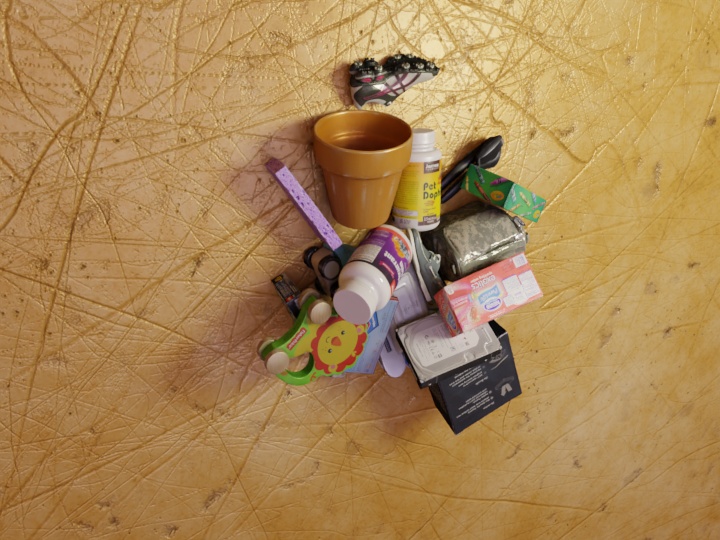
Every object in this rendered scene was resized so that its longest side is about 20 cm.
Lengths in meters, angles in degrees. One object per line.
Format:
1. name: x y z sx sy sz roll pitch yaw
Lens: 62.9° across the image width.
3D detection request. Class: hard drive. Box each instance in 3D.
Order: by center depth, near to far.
1. hard drive: 0.189 0.155 1.278 0.195 0.142 0.038 -19 145 -10

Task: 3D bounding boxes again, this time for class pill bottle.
1. pill bottle: 0.023 0.009 1.167 0.113 0.109 0.201 63 39 -27
2. pill bottle: 0.120 -0.195 1.263 0.106 0.109 0.206 -9 112 -19

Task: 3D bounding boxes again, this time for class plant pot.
1. plant pot: 0.002 -0.195 1.181 0.194 0.202 0.188 -11 128 -18

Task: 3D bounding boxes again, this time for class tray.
1. tray: 0.100 0.085 1.314 0.105 0.022 0.204 -27 114 -12

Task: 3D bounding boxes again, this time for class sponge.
1. sponge: -0.115 -0.133 1.188 0.030 0.111 0.202 -39 117 -5

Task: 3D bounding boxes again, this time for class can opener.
1. can opener: 0.240 -0.231 1.332 0.199 0.064 0.079 -40 145 6

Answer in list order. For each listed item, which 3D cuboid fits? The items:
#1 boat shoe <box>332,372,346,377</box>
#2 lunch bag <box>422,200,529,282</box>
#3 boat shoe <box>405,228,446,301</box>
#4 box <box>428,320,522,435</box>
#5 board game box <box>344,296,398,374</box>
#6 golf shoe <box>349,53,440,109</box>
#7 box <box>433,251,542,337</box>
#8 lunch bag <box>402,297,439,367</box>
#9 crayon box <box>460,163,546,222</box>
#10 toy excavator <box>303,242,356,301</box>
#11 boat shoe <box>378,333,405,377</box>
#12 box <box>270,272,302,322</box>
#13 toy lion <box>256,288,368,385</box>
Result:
1. boat shoe: -0.026 0.159 1.350 0.064 0.072 0.205 17 103 -26
2. lunch bag: 0.261 -0.059 1.335 0.195 0.168 0.143 -22 116 -13
3. boat shoe: 0.145 -0.019 1.283 0.060 0.074 0.203 -20 129 3
4. box: 0.255 0.238 1.382 0.193 0.118 0.204 -28 122 -9
5. board game box: 0.009 0.141 1.296 0.100 0.020 0.204 7 119 -20
6. golf shoe: 0.068 -0.389 1.206 0.194 0.078 0.090 -11 132 -16
7. box: 0.268 0.053 1.244 0.195 0.095 0.105 -23 80 -11
8. lunch bag: 0.179 0.149 1.424 0.194 0.082 0.166 -5 109 -20
9. crayon box: 0.321 -0.169 1.306 0.198 0.118 0.060 9 109 -53
10. toy excavator: 0.000 0.000 1.299 0.197 0.099 0.198 -33 119 -18
11. boat shoe: 0.049 0.150 1.381 0.070 0.068 0.205 -23 95 -17
12. box: -0.116 0.114 1.260 0.039 0.137 0.203 -31 116 -9
13. toy lion: -0.082 0.149 1.180 0.201 0.068 0.192 -48 127 -5
